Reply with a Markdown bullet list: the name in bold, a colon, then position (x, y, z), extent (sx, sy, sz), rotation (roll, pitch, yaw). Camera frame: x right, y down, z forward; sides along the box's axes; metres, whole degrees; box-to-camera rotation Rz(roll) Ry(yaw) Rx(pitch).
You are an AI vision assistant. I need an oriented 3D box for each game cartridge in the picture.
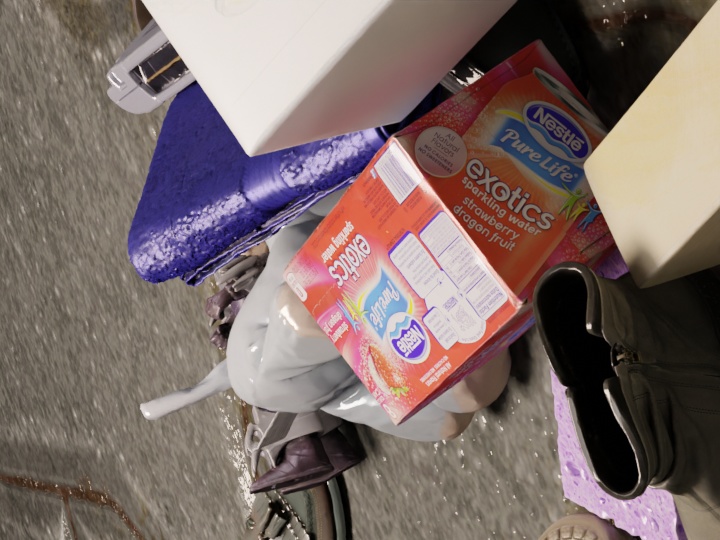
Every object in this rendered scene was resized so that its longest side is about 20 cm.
- **game cartridge**: position (-0.060, -0.162, 1.578), extent (0.041, 0.133, 0.200), rotation (40, 154, -12)

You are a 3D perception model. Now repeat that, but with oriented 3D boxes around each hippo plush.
- **hippo plush**: position (0.000, 0.000, 1.598), extent (0.200, 0.159, 0.161), rotation (-34, 44, 54)

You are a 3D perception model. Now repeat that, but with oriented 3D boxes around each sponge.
- **sponge**: position (0.127, 0.034, 1.417), extent (0.112, 0.030, 0.200), rotation (29, 132, 59)

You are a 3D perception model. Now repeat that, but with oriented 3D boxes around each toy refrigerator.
- **toy refrigerator**: position (0.166, -0.068, 1.192), extent (0.070, 0.076, 0.200), rotation (67, 158, 14)

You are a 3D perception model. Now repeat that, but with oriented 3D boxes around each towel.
- **towel**: position (-0.033, -0.078, 1.521), extent (0.200, 0.050, 0.148), rotation (-27, 35, 39)

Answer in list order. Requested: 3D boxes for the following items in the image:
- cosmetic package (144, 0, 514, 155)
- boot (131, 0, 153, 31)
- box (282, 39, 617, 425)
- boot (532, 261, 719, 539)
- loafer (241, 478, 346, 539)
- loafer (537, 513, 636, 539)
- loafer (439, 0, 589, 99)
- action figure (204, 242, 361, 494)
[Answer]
- **cosmetic package**: position (-0.014, -0.194, 1.310), extent (0.200, 0.123, 0.199), rotation (54, 127, 13)
- **boot**: position (-0.152, -0.259, 1.809), extent (0.200, 0.064, 0.186), rotation (38, 126, 50)
- **box**: position (0.049, -0.014, 1.377), extent (0.100, 0.095, 0.200), rotation (53, 156, 6)
- **boot**: position (0.139, 0.089, 1.278), extent (0.068, 0.131, 0.200), rotation (-27, 81, 30)
- **loafer**: position (-0.053, 0.198, 1.912), extent (0.072, 0.063, 0.200), rotation (55, 152, 36)
- **loafer**: position (0.126, 0.219, 1.504), extent (0.076, 0.068, 0.200), rotation (14, 109, 45)
- **loafer**: position (0.037, -0.151, 1.404), extent (0.201, 0.068, 0.070), rotation (49, 162, 18)
- **action figure**: position (-0.063, 0.038, 1.802), extent (0.130, 0.069, 0.200), rotation (62, -170, -78)
